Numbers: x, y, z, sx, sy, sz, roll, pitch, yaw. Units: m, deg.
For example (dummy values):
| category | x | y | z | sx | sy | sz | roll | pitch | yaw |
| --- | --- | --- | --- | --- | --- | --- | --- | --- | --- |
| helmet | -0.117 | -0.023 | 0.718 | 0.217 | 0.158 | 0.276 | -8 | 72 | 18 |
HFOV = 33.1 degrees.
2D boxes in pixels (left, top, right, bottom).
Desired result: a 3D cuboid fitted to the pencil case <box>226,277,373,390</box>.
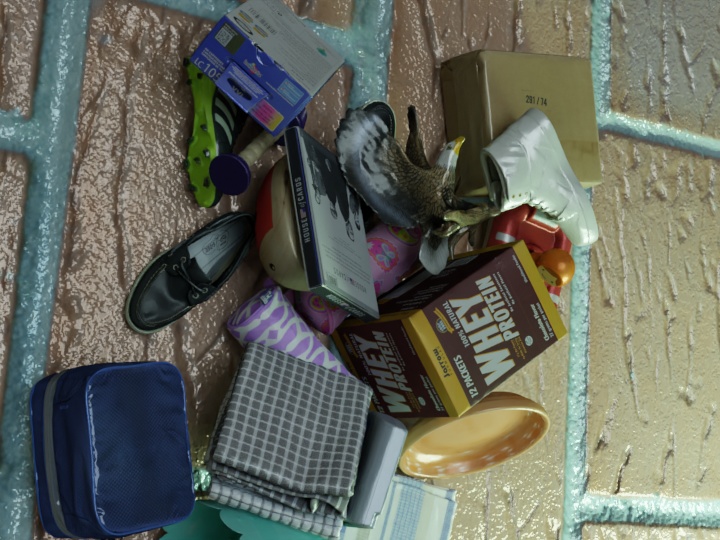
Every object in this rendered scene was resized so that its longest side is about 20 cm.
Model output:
| category | x | y | z | sx | sy | sz | roll | pitch | yaw |
| --- | --- | --- | --- | --- | --- | --- | --- | --- | --- |
| pencil case | -0.075 | 0.105 | 1.468 | 0.200 | 0.084 | 0.086 | 52 | 50 | -18 |

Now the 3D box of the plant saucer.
| category | x | y | z | sx | sy | sz | roll | pitch | yaw |
| --- | --- | --- | --- | --- | --- | --- | --- | --- | --- |
| plant saucer | 0.140 | 0.205 | 1.531 | 0.199 | 0.200 | 0.038 | 5 | 54 | -31 |

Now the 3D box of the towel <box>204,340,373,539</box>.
| category | x | y | z | sx | sy | sz | roll | pitch | yaw |
| --- | --- | --- | --- | --- | --- | --- | --- | --- | --- |
| towel | -0.077 | 0.180 | 1.341 | 0.165 | 0.086 | 0.201 | 21 | 37 | -8 |

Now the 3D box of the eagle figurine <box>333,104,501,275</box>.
| category | x | y | z | sx | sy | sz | roll | pitch | yaw |
| --- | --- | --- | --- | --- | --- | --- | --- | --- | --- |
| eagle figurine | 0.074 | -0.112 | 1.495 | 0.151 | 0.200 | 0.152 | -45 | 151 | -15 |

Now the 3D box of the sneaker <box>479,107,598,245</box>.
| category | x | y | z | sx | sy | sz | roll | pitch | yaw |
| --- | --- | --- | --- | --- | --- | --- | --- | --- | --- |
| sneaker | 0.225 | -0.096 | 1.579 | 0.115 | 0.074 | 0.201 | -36 | 108 | -17 |

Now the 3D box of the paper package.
| category | x | y | z | sx | sy | sz | roll | pitch | yaw |
| --- | --- | --- | --- | --- | --- | --- | --- | --- | --- |
| paper package | 0.221 | -0.199 | 1.675 | 0.199 | 0.103 | 0.192 | -3 | 87 | -32 |

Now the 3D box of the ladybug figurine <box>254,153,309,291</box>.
| category | x | y | z | sx | sy | sz | roll | pitch | yaw |
| --- | --- | --- | --- | --- | --- | --- | --- | --- | --- |
| ladybug figurine | -0.079 | -0.058 | 1.444 | 0.136 | 0.071 | 0.201 | 55 | 27 | -40 |

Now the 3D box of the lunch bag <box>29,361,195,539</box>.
| category | x | y | z | sx | sy | sz | roll | pitch | yaw |
| --- | --- | --- | --- | --- | --- | --- | --- | --- | --- |
| lunch bag | -0.271 | 0.201 | 1.306 | 0.135 | 0.132 | 0.202 | 1 | 81 | -46 |

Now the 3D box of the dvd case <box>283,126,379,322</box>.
| category | x | y | z | sx | sy | sz | roll | pitch | yaw |
| --- | --- | --- | --- | --- | --- | --- | --- | --- | --- |
| dvd case | -0.033 | -0.052 | 1.417 | 0.150 | 0.025 | 0.201 | 33 | 43 | -59 |

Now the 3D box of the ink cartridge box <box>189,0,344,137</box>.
| category | x | y | z | sx | sy | sz | roll | pitch | yaw |
| --- | --- | --- | --- | --- | --- | --- | --- | --- | --- |
| ink cartridge box | -0.110 | -0.243 | 1.418 | 0.136 | 0.076 | 0.200 | 42 | 24 | -7 |

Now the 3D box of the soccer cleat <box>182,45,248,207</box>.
| category | x | y | z | sx | sy | sz | roll | pitch | yaw |
| --- | --- | --- | --- | --- | --- | --- | --- | --- | --- |
| soccer cleat | -0.168 | -0.174 | 1.456 | 0.081 | 0.067 | 0.202 | 5 | 80 | -40 |

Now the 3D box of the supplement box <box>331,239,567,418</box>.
| category | x | y | z | sx | sy | sz | roll | pitch | yaw |
| --- | --- | --- | --- | --- | --- | --- | --- | --- | --- |
| supplement box | 0.107 | 0.077 | 1.513 | 0.199 | 0.197 | 0.133 | -32 | 100 | -30 |

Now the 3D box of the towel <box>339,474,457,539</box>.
| category | x | y | z | sx | sy | sz | roll | pitch | yaw |
| --- | --- | --- | --- | --- | --- | --- | --- | --- | --- |
| towel | 0.028 | 0.328 | 1.536 | 0.199 | 0.024 | 0.148 | 20 | 76 | -26 |

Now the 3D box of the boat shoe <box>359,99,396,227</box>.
| category | x | y | z | sx | sy | sz | roll | pitch | yaw |
| --- | --- | --- | --- | --- | --- | --- | --- | --- | --- |
| boat shoe | 0.007 | -0.131 | 1.559 | 0.074 | 0.062 | 0.201 | 29 | 68 | -24 |

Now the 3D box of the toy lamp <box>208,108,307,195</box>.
| category | x | y | z | sx | sy | sz | roll | pitch | yaw |
| --- | --- | --- | --- | --- | --- | --- | --- | --- | --- |
| toy lamp | -0.117 | -0.153 | 1.449 | 0.058 | 0.058 | 0.200 | 57 | 34 | -13 |

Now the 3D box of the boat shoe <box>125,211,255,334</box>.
| category | x | y | z | sx | sy | sz | roll | pitch | yaw |
| --- | --- | --- | --- | --- | --- | --- | --- | --- | --- |
| boat shoe | -0.190 | -0.002 | 1.416 | 0.199 | 0.066 | 0.075 | -39 | 102 | -30 |

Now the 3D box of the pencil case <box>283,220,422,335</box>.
| category | x | y | z | sx | sy | sz | roll | pitch | yaw |
| --- | --- | --- | --- | --- | --- | --- | --- | --- | --- |
| pencil case | 0.000 | 0.000 | 1.526 | 0.200 | 0.087 | 0.088 | -35 | 102 | -29 |

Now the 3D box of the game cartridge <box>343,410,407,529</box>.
| category | x | y | z | sx | sy | sz | roll | pitch | yaw |
| --- | --- | --- | --- | --- | --- | --- | --- | --- | --- |
| game cartridge | 0.000 | 0.230 | 1.405 | 0.040 | 0.200 | 0.134 | 25 | 74 | -9 |

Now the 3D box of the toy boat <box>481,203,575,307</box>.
| category | x | y | z | sx | sy | sz | roll | pitch | yaw |
| --- | --- | --- | --- | --- | --- | --- | --- | --- | --- |
| toy boat | 0.238 | -0.001 | 1.639 | 0.130 | 0.130 | 0.202 | 20 | 79 | -28 |

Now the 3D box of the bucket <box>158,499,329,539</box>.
| category | x | y | z | sx | sy | sz | roll | pitch | yaw |
| --- | --- | --- | --- | --- | --- | --- | --- | --- | --- |
| bucket | -0.124 | 0.347 | 1.339 | 0.134 | 0.206 | 0.209 | 2 | 83 | -39 |
